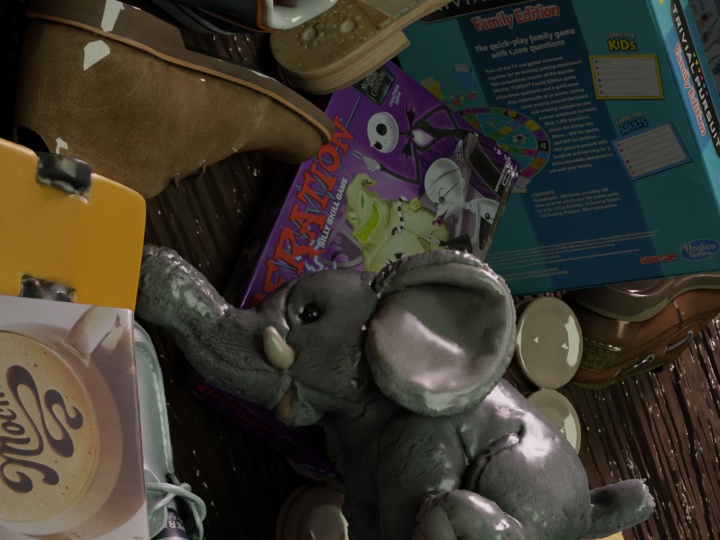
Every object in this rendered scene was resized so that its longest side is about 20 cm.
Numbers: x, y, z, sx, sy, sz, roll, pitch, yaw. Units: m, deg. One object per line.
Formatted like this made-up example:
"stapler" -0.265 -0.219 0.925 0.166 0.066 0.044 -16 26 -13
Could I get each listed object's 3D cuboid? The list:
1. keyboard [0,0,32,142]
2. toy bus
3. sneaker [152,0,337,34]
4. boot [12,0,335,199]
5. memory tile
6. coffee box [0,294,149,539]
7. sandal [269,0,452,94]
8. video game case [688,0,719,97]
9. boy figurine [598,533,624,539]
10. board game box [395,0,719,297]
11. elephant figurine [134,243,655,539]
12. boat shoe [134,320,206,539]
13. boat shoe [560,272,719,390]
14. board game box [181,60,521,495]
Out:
"keyboard" -0.149 -0.143 0.968 0.127 0.020 0.202 20 72 -49
"toy bus" -0.169 -0.022 0.889 0.199 0.078 0.066 19 74 -49
"sneaker" -0.081 -0.154 0.986 0.200 0.079 0.079 14 79 -57
"boot" -0.085 -0.066 1.006 0.200 0.073 0.076 17 87 -55
"memory tile" 0.038 0.083 1.161 0.199 0.017 0.155 4 84 -38
"coffee box" -0.142 0.114 0.841 0.112 0.080 0.201 8 59 -27
"sandal" 0.036 -0.175 1.084 0.211 0.078 0.070 -42 145 -3
"video game case" 0.157 -0.174 1.219 0.045 0.180 0.201 -45 122 -42
"boy figurine" 0.131 0.205 1.261 0.199 0.064 0.125 -6 93 -50
"board game box" 0.106 -0.089 1.173 0.047 0.150 0.201 -52 127 -51
"elephant figurine" 0.013 0.053 1.024 0.155 0.141 0.201 -1 65 -64
"boat shoe" -0.097 0.118 0.975 0.070 0.071 0.202 9 81 -50
"boat shoe" 0.164 0.021 1.319 0.200 0.072 0.068 -12 124 -56
"board game box" 0.000 0.000 1.109 0.120 0.032 0.201 33 64 -23
